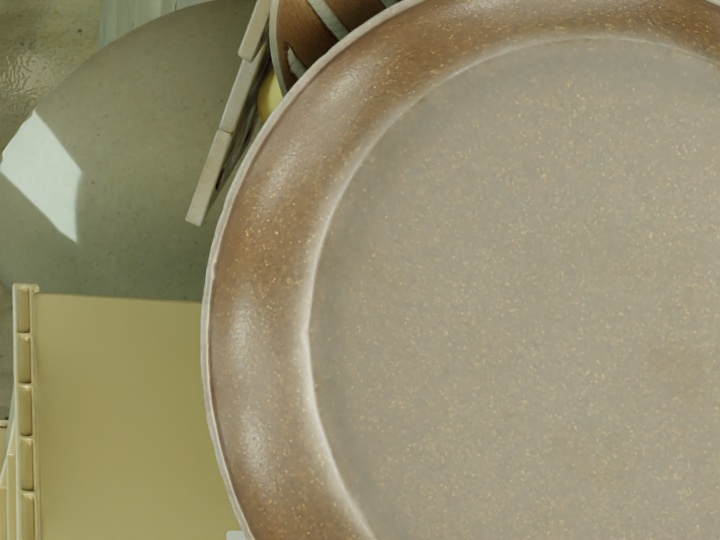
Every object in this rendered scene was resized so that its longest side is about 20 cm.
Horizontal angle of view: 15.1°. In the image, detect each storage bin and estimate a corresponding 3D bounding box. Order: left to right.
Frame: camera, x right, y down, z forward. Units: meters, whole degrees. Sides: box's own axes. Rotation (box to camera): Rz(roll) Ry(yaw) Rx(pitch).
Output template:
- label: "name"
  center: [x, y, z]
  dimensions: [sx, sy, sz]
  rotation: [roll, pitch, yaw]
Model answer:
- label: "storage bin"
  center: [-0.037, 0.106, 1.033]
  dimensions: [0.199, 0.200, 0.094]
  rotation: [-98, 17, -47]

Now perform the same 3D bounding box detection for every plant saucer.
- label: "plant saucer"
  center: [0.056, 0.025, 0.661]
  dimensions: [0.032, 0.200, 0.200]
  rotation: [-19, -63, -63]

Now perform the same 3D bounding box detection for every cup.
- label: "cup"
  center: [-0.060, -0.008, 1.296]
  dimensions: [0.143, 0.200, 0.200]
  rotation: [52, 148, 31]

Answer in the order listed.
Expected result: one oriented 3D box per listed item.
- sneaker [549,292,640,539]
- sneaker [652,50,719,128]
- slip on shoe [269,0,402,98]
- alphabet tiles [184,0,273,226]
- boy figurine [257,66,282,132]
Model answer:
- label: "sneaker"
  center: [0.086, 0.089, 0.736]
  dimensions: [0.074, 0.082, 0.200]
  rotation: [8, 112, 47]
- label: "sneaker"
  center: [0.097, -0.088, 0.731]
  dimensions: [0.200, 0.115, 0.076]
  rotation: [41, 105, 39]
- label: "slip on shoe"
  center: [0.045, -0.037, 0.760]
  dimensions: [0.076, 0.200, 0.061]
  rotation: [-16, 43, 36]
- label: "alphabet tiles"
  center: [-0.013, -0.117, 0.871]
  dimensions: [0.167, 0.008, 0.200]
  rotation: [-70, 1, -70]
- label: "boy figurine"
  center: [0.022, -0.060, 0.854]
  dimensions: [0.200, 0.124, 0.064]
  rotation: [50, -142, -61]
